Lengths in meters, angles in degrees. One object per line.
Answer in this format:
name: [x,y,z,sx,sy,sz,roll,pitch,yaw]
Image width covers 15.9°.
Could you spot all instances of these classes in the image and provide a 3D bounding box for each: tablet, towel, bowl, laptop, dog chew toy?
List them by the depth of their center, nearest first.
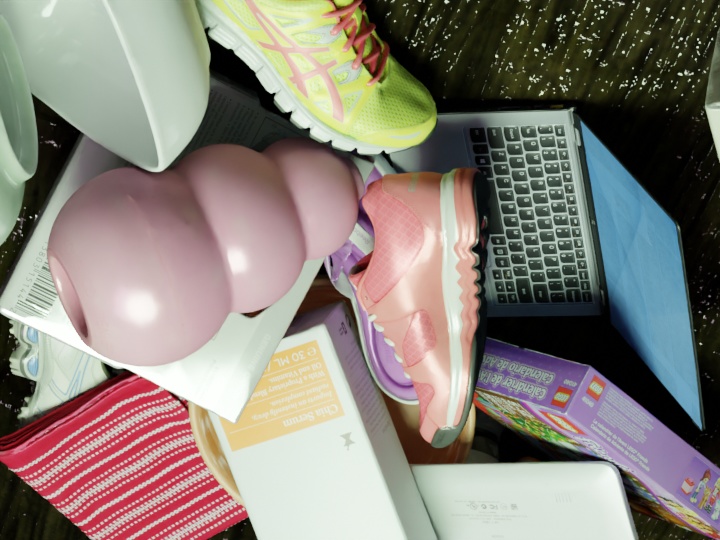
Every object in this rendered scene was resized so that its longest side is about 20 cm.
bowl: [-0.167,-0.175,1.553,0.200,0.075,0.200,35,153,42]
dog chew toy: [-0.090,-0.021,1.600,0.200,0.125,0.125,-24,139,-17]
laptop: [0.117,0.000,1.652,0.199,0.116,0.188,-1,134,13]
tablet: [0.099,0.188,1.758,0.200,0.014,0.130,-3,117,31]
towel: [-0.162,0.150,1.920,0.144,0.023,0.200,-28,135,13]

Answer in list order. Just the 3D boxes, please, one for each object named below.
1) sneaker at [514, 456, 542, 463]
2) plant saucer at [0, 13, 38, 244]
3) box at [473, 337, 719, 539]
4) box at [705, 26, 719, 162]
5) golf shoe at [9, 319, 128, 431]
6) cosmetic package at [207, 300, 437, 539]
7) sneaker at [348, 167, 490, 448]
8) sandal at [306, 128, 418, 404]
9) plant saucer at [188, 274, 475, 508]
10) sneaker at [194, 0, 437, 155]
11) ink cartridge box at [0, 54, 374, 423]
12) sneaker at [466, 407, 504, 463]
sneaker: [0.116,0.200,1.846,0.076,0.092,0.200,25,157,-3]
plant saucer: [-0.234,-0.103,1.567,0.050,0.200,0.200,-11,133,6]
box: [0.159,0.112,1.742,0.200,0.039,0.137,37,166,-37]
box: [0.265,-0.053,1.573,0.068,0.082,0.200,-4,135,21]
golf shoe: [-0.202,0.091,1.898,0.097,0.078,0.200,7,138,4]
cosmetic package: [-0.027,0.133,1.732,0.101,0.071,0.200,-19,98,15]
sneaker: [0.036,0.020,1.646,0.087,0.074,0.201,5,120,8]
sandal: [0.006,-0.001,1.690,0.082,0.050,0.203,-13,106,39]
plant saucer: [-0.018,0.091,1.792,0.200,0.037,0.201,2,113,6]
sneaker: [-0.023,-0.148,1.577,0.200,0.078,0.090,36,133,-18]
ink cartridge box: [-0.114,-0.027,1.677,0.176,0.045,0.200,27,99,-11]
sneaker: [0.015,0.173,1.864,0.200,0.116,0.076,-21,142,35]
